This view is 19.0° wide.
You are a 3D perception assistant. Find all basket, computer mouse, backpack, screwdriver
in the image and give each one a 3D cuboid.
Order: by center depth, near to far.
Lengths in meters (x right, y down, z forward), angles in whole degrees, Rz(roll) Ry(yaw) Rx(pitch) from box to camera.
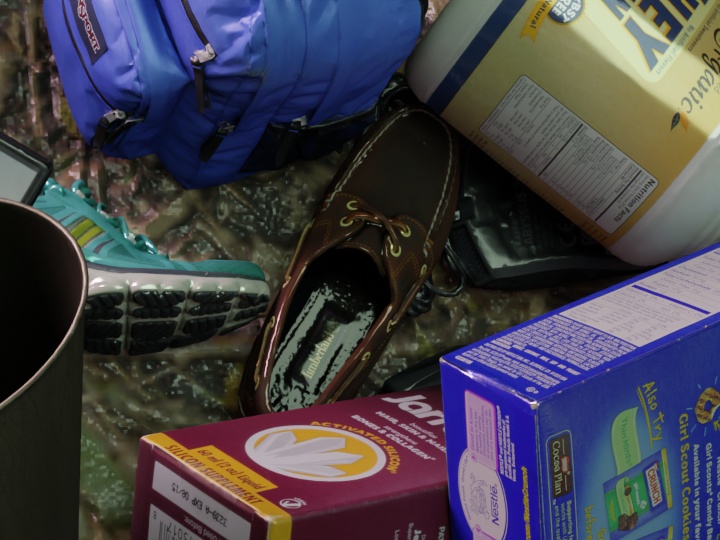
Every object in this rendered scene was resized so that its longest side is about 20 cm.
[{"bbox_3d":[-0.192,0.091,0.934,0.179,0.201,0.136,-26,52,-21],"label":"basket"},{"bbox_3d":[-0.061,-0.135,1.070,0.167,0.200,0.164,-20,83,-26],"label":"backpack"},{"bbox_3d":[0.100,0.042,1.177,0.199,0.028,0.029,-15,111,-26],"label":"screwdriver"},{"bbox_3d":[0.095,-0.039,1.190,0.198,0.053,0.140,-1,76,-9],"label":"computer mouse"}]

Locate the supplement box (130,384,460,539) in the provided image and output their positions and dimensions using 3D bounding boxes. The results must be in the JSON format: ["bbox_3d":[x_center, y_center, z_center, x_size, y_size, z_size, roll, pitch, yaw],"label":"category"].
[{"bbox_3d":[0.002,0.121,1.028,0.199,0.110,0.086,-7,112,-38],"label":"supplement box"}]

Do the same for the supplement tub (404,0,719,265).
[{"bbox_3d":[0.138,-0.094,1.105,0.200,0.144,0.145,38,64,-1],"label":"supplement tub"}]

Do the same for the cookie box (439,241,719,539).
[{"bbox_3d":[0.139,0.093,1.005,0.199,0.075,0.173,-20,118,-31],"label":"cookie box"}]

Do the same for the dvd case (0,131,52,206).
[{"bbox_3d":[-0.252,0.000,0.997,0.142,0.018,0.201,30,97,-10],"label":"dvd case"}]

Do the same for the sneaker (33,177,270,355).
[{"bbox_3d":[-0.139,-0.009,1.074,0.198,0.078,0.080,10,62,-19],"label":"sneaker"}]

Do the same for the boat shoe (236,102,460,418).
[{"bbox_3d":[0.000,0.000,1.105,0.070,0.070,0.201,24,76,1],"label":"boat shoe"}]
